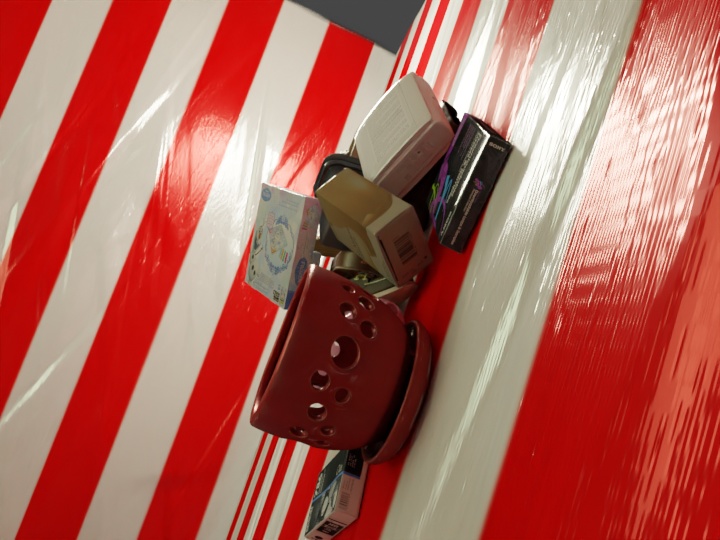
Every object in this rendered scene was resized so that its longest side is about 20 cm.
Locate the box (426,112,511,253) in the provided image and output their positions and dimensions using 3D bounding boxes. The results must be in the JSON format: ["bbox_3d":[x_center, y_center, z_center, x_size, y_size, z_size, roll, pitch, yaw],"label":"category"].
[{"bbox_3d":[0.136,-0.124,0.862,0.201,0.035,0.146,-93,25,-69],"label":"box"}]

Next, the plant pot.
[{"bbox_3d":[-0.018,0.117,0.781,0.200,0.178,0.206,-159,90,-83],"label":"plant pot"}]

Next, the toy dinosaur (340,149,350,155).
[{"bbox_3d":[0.024,-0.175,1.262,0.197,0.137,0.087,-30,33,7],"label":"toy dinosaur"}]

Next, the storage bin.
[{"bbox_3d":[0.006,-0.097,1.190,0.147,0.195,0.137,121,159,-48],"label":"storage bin"}]

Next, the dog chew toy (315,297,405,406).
[{"bbox_3d":[-0.003,0.117,0.943,0.201,0.122,0.126,-54,15,38],"label":"dog chew toy"}]

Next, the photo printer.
[{"bbox_3d":[0.065,-0.224,1.066,0.166,0.069,0.203,-45,33,24],"label":"photo printer"}]

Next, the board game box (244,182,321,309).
[{"bbox_3d":[-0.149,-0.051,1.226,0.199,0.042,0.205,25,106,56],"label":"board game box"}]

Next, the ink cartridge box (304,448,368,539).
[{"bbox_3d":[-0.040,0.327,0.935,0.201,0.038,0.101,118,169,-51],"label":"ink cartridge box"}]

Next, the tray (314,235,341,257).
[{"bbox_3d":[-0.049,-0.046,1.303,0.099,0.194,0.038,-19,-63,-79],"label":"tray"}]

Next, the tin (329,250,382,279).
[{"bbox_3d":[0.000,0.000,1.213,0.200,0.109,0.043,150,130,-77],"label":"tin"}]

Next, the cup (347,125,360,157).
[{"bbox_3d":[0.023,-0.209,1.505,0.200,0.140,0.205,-158,90,-83],"label":"cup"}]

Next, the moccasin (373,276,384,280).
[{"bbox_3d":[0.021,0.061,1.106,0.203,0.071,0.080,104,174,-61],"label":"moccasin"}]

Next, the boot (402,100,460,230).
[{"bbox_3d":[0.108,-0.172,1.065,0.168,0.071,0.203,-56,22,33],"label":"boot"}]

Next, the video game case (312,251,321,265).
[{"bbox_3d":[-0.109,0.082,1.263,0.182,0.022,0.206,123,158,-76],"label":"video game case"}]

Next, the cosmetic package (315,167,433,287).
[{"bbox_3d":[0.016,-0.069,0.974,0.070,0.107,0.199,-35,34,-12],"label":"cosmetic package"}]

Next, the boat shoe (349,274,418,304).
[{"bbox_3d":[-0.006,0.041,0.993,0.198,0.072,0.062,-25,65,22],"label":"boat shoe"}]
